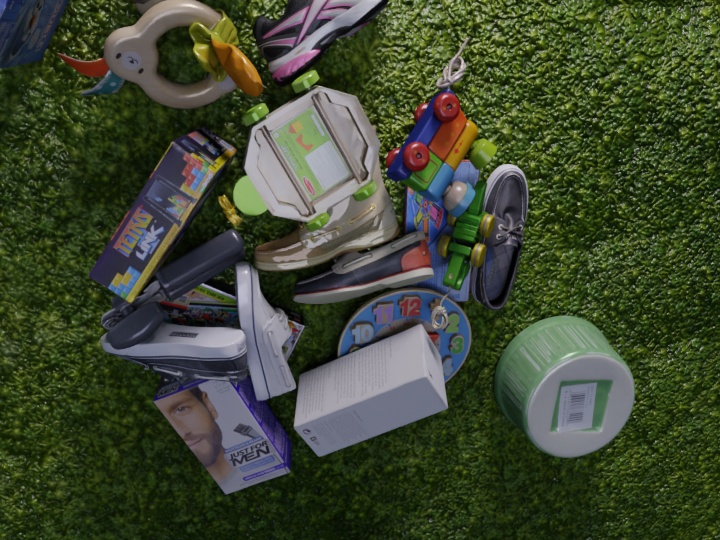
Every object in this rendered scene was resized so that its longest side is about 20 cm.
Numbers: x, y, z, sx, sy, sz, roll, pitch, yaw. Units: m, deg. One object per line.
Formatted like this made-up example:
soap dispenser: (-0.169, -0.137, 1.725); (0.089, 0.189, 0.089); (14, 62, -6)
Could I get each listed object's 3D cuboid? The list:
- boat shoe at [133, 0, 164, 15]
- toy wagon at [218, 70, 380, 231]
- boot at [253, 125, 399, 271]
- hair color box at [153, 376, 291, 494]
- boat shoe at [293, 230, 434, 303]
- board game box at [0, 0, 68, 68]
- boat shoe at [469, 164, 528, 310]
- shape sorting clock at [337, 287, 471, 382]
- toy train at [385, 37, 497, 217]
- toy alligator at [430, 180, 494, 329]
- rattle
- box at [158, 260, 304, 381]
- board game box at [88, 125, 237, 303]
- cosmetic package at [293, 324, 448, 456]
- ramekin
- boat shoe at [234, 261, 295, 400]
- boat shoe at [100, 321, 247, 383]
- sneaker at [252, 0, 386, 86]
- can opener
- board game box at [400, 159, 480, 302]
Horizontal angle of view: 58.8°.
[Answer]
boat shoe: (-0.180, -0.365, 0.696); (0.198, 0.075, 0.069); (-33, 117, 4)
toy wagon: (-0.076, -0.124, 0.743); (0.198, 0.040, 0.157); (-32, 112, -3)
boot: (-0.057, -0.092, 0.816); (0.196, 0.073, 0.158); (-16, 112, -5)
hair color box: (-0.185, 0.213, 0.889); (0.108, 0.065, 0.202); (-21, 119, 9)
boat shoe: (0.000, 0.000, 0.863); (0.196, 0.071, 0.064); (-14, 80, 12)
board game box: (-0.319, -0.300, 0.629); (0.043, 0.199, 0.202); (27, 104, -20)
boat shoe: (0.195, -0.040, 0.882); (0.069, 0.066, 0.204); (7, 108, -13)
shape sorting clock: (0.065, 0.112, 0.920); (0.196, 0.039, 0.203); (-4, 119, -7)
toy train: (0.128, -0.177, 0.808); (0.115, 0.085, 0.202); (34, 85, -16)
toy alligator: (0.136, -0.018, 0.857); (0.058, 0.054, 0.204); (18, 92, 23)
rattle: (-0.221, -0.208, 0.702); (0.197, 0.145, 0.131); (-12, 153, -20)
box: (-0.187, 0.078, 0.877); (0.197, 0.035, 0.111); (24, 105, -17)
board game box: (-0.215, -0.074, 0.727); (0.056, 0.200, 0.166); (35, 101, -13)
cosmetic package: (0.012, 0.163, 0.870); (0.197, 0.102, 0.072); (-24, 122, 17)
ramekin: (0.311, 0.181, 0.964); (0.196, 0.098, 0.204); (-3, 111, -9)
boat shoe: (-0.123, 0.076, 0.836); (0.064, 0.074, 0.203); (-11, 122, -10)
boat shoe: (-0.233, 0.108, 0.803); (0.196, 0.072, 0.069); (1, 110, 12)
sneaker: (-0.041, -0.309, 0.741); (0.199, 0.080, 0.087); (-37, 101, -1)
can opener: (-0.224, 0.027, 0.792); (0.198, 0.053, 0.067); (-32, 74, -16)
board game box: (0.108, -0.051, 0.889); (0.101, 0.019, 0.204); (-2, 110, -11)
